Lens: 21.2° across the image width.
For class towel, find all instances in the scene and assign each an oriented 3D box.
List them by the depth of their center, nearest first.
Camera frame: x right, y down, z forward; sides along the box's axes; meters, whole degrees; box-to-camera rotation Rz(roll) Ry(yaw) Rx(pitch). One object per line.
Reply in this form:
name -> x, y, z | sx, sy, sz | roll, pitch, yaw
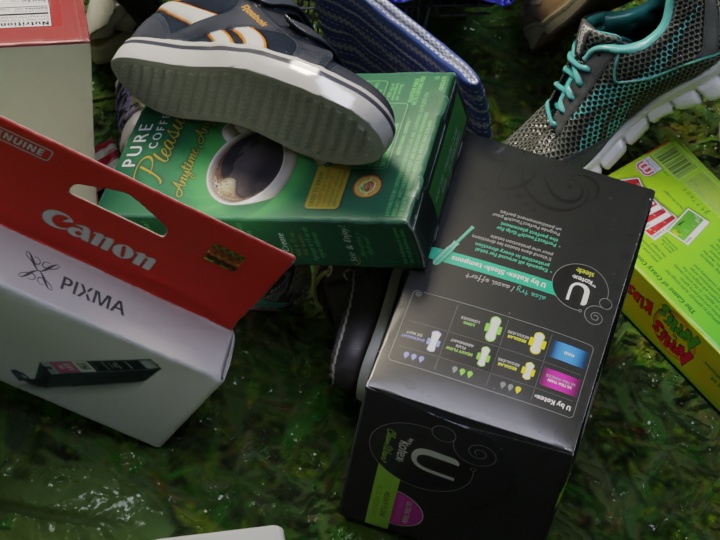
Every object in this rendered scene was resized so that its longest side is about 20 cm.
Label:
towel -> 0.027, -0.117, 1.230 | 0.145, 0.200, 0.024 | 39, 80, 18

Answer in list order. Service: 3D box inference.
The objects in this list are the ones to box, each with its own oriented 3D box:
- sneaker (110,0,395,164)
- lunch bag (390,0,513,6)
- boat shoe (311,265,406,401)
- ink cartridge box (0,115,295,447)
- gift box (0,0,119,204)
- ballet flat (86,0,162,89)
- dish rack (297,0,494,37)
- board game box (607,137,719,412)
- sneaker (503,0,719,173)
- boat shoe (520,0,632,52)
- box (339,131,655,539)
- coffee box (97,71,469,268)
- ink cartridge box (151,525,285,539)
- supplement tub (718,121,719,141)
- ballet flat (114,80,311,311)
sneaker -> -0.051, -0.122, 1.103 | 0.200, 0.078, 0.079 | 19, 63, 35
lunch bag -> 0.061, -0.302, 1.291 | 0.094, 0.200, 0.151 | -1, 39, -15
boat shoe -> 0.000, 0.000, 1.214 | 0.061, 0.072, 0.201 | 14, 45, 1
ink cartridge box -> -0.161, 0.010, 1.079 | 0.200, 0.174, 0.044 | 25, 51, -16
gift box -> -0.240, -0.100, 1.185 | 0.184, 0.187, 0.200 | -2, 34, -7
ballet flat -> -0.147, -0.154, 1.311 | 0.068, 0.068, 0.200 | -31, 63, -12
dish rack -> -0.008, -0.207, 1.361 | 0.200, 0.055, 0.153 | -4, 41, -17
board game box -> 0.230, 0.012, 1.251 | 0.102, 0.048, 0.200 | -29, 62, -26
sneaker -> 0.159, -0.127, 1.261 | 0.200, 0.091, 0.078 | -35, 34, 17
boat shoe -> 0.141, -0.197, 1.301 | 0.071, 0.200, 0.065 | -25, 91, -12
box -> 0.081, 0.049, 1.137 | 0.124, 0.149, 0.200 | 17, 54, 6
coffee box -> -0.045, -0.061, 1.131 | 0.200, 0.044, 0.123 | 1, 50, 21
ink cartridge box -> -0.097, 0.246, 1.005 | 0.146, 0.083, 0.200 | -4, 53, -12
supplement tub -> 0.325, -0.148, 1.289 | 0.144, 0.200, 0.145 | 4, 53, -6
ballet flat -> -0.108, -0.053, 1.221 | 0.072, 0.072, 0.200 | -29, 70, -26
